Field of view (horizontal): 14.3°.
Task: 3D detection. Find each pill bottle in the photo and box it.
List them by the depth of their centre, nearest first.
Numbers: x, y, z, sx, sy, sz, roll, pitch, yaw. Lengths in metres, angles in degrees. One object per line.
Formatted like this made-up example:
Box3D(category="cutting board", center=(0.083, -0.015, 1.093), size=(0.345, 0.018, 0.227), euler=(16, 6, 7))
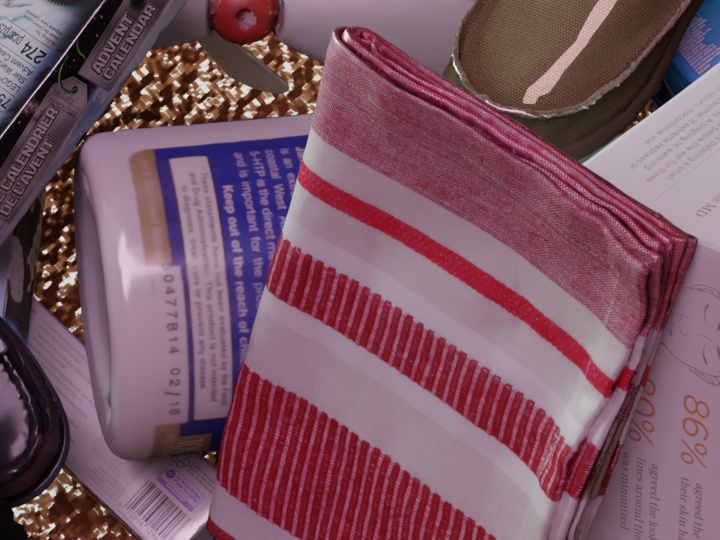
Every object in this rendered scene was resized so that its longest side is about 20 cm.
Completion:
Box3D(category="pill bottle", center=(0.000, 0.000, 1.053), size=(0.198, 0.120, 0.121), euler=(-6, 68, -10))

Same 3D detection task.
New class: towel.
Box3D(category="towel", center=(0.020, 0.040, 0.937), size=(0.144, 0.023, 0.201), euler=(34, 123, 28))

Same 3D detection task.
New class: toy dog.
Box3D(category="toy dog", center=(-0.009, -0.114, 1.119), size=(0.199, 0.096, 0.132), euler=(25, 115, -12))

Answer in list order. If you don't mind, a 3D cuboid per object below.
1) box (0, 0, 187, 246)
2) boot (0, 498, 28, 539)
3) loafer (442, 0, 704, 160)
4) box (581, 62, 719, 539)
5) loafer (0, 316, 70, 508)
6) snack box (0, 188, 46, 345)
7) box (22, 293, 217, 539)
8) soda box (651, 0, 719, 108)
Box3D(category="box", center=(-0.168, -0.104, 1.064), size=(0.200, 0.040, 0.137), euler=(34, 85, 35))
Box3D(category="boot", center=(-0.182, 0.133, 0.953), size=(0.163, 0.073, 0.199), euler=(-49, 42, 13))
Box3D(category="loafer", center=(0.094, -0.118, 1.032), size=(0.076, 0.068, 0.200), euler=(28, 62, 23))
Box3D(category="box", center=(0.169, 0.045, 0.919), size=(0.199, 0.153, 0.106), euler=(23, 41, 32))
Box3D(category="loafer", center=(-0.188, 0.010, 1.038), size=(0.200, 0.063, 0.072), euler=(42, 83, 20))
Box3D(category="snack box", center=(-0.181, -0.016, 1.101), size=(0.115, 0.037, 0.201), euler=(1, 71, 10))
Box3D(category="box", center=(-0.124, 0.040, 1.113), size=(0.200, 0.039, 0.041), euler=(40, 80, 20))
Box3D(category="soda box", center=(0.192, -0.132, 1.111), size=(0.200, 0.068, 0.064), euler=(-36, 67, -5))
